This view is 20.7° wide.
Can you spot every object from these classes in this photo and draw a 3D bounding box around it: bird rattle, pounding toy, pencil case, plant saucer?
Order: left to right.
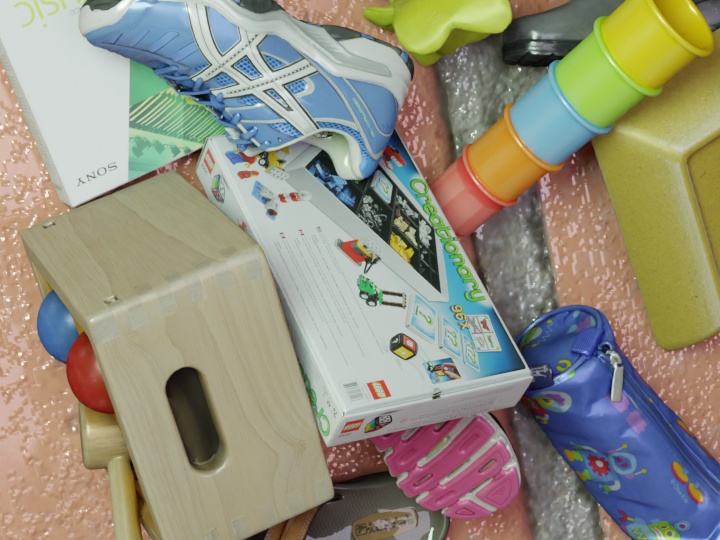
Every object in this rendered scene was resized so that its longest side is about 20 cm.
[{"bbox_3d":[-0.112,0.082,1.092,0.141,0.184,0.202,-22,115,-15],"label":"pounding toy"},{"bbox_3d":[0.013,-0.216,1.166,0.199,0.113,0.164,35,74,-8],"label":"bird rattle"},{"bbox_3d":[0.174,0.111,1.262,0.200,0.087,0.078,51,59,-20],"label":"pencil case"},{"bbox_3d":[0.258,-0.061,1.253,0.199,0.048,0.201,-33,127,-12],"label":"plant saucer"}]

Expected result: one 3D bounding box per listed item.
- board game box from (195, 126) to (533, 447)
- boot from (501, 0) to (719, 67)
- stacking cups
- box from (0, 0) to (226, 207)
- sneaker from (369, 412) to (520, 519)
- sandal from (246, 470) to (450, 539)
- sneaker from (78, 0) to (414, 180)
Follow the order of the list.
[{"bbox_3d":[0.000,0.000,1.127,0.125,0.201,0.035,-9,146,-29],"label":"board game box"},{"bbox_3d":[0.164,-0.203,1.228,0.198,0.070,0.133,-15,97,-25],"label":"boot"},{"bbox_3d":[0.121,-0.089,1.175,0.060,0.061,0.200,33,123,-21],"label":"stacking cups"},{"bbox_3d":[-0.143,-0.156,1.131,0.143,0.036,0.202,-26,107,-14],"label":"box"},{"bbox_3d":[0.025,0.069,1.199,0.074,0.088,0.200,-41,113,20],"label":"sneaker"},{"bbox_3d":[-0.030,0.176,1.213,0.198,0.055,0.083,-10,102,-18],"label":"sandal"},{"bbox_3d":[-0.063,-0.109,1.104,0.198,0.076,0.078,15,81,-20],"label":"sneaker"}]
